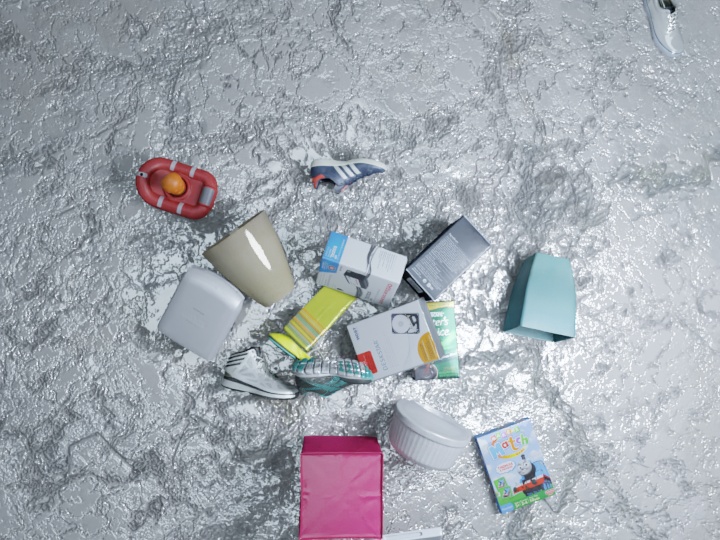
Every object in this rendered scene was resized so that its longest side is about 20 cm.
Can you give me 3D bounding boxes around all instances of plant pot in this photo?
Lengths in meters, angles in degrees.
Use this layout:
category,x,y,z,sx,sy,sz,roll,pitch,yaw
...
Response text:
category,x,y,z,sx,sy,sz,roll,pitch,yaw
plant pot,-0.257,-0.015,1.515,0.187,0.187,0.201,-36,101,-5
plant pot,0.465,0.067,1.559,0.140,0.141,0.202,12,78,-2

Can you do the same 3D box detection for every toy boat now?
category,x,y,z,sx,sy,sz,roll,pitch,yaw
toy boat,-0.465,-0.213,1.529,0.199,0.131,0.131,17,85,-2

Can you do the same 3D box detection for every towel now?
category,x,y,z,sx,sy,sz,roll,pitch,yaw
towel,-0.101,0.108,1.555,0.086,0.018,0.200,46,66,-4

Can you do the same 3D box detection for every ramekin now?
category,x,y,z,sx,sy,sz,roll,pitch,yaw
ramekin,0.161,0.405,1.491,0.201,0.202,0.095,22,97,-1

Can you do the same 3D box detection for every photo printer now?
category,x,y,z,sx,sy,sz,roll,pitch,yaw
photo printer,-0.390,0.099,1.511,0.166,0.069,0.201,32,106,0

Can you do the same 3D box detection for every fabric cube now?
category,x,y,z,sx,sy,sz,roll,pitch,yaw
fabric cube,-0.047,0.514,1.464,0.195,0.199,0.202,2,86,-4

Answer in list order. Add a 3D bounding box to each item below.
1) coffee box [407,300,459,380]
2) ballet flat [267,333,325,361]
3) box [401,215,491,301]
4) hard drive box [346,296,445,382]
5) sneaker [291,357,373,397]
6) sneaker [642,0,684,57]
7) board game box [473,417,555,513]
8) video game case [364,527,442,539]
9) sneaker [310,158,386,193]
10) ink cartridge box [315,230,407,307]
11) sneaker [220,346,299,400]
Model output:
category,x,y,z,sx,sy,sz,roll,pitch,yaw
coffee box,0.188,0.180,1.579,0.122,0.044,0.202,-2,86,-3
ballet flat,-0.144,0.212,1.551,0.200,0.067,0.067,44,78,-6
box,0.210,-0.026,1.544,0.200,0.148,0.107,-43,89,-5
hard drive box,0.089,0.174,1.525,0.199,0.077,0.157,-22,86,18
sneaker,-0.068,0.269,1.500,0.198,0.078,0.092,4,112,3
sneaker,0.832,-0.681,1.665,0.073,0.071,0.201,-23,87,-5
board game box,0.396,0.499,1.570,0.150,0.037,0.201,-19,86,-4
video game case,0.100,0.670,1.473,0.181,0.201,0.024,-7,51,-4
sneaker,-0.032,-0.242,1.587,0.198,0.075,0.085,-1,84,7
ink cartridge box,0.000,0.000,1.522,0.199,0.145,0.084,19,60,-1
sneaker,-0.243,0.254,1.534,0.199,0.076,0.116,12,87,0
